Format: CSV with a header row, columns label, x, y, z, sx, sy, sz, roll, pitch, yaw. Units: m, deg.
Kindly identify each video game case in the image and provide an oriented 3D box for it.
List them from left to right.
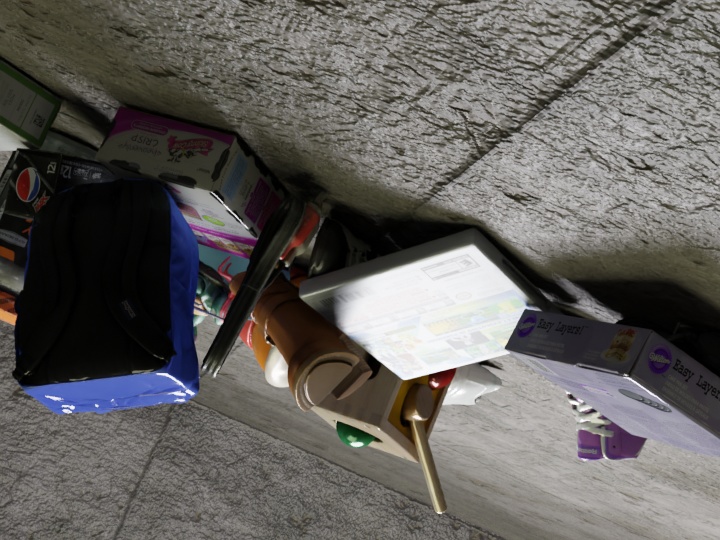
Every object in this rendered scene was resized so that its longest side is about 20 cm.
label,x,y,z,sx,sy,sz,roll,pitch,yaw
video game case,0.073,0.037,1.339,0.200,0.022,0.182,-17,140,32

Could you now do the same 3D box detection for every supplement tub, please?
label,x,y,z,sx,sy,sz,roll,pitch,yaw
supplement tub,-0.355,-0.043,1.531,0.122,0.201,0.123,21,167,5

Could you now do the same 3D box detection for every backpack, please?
label,x,y,z,sx,sy,sz,roll,pitch,yaw
backpack,-0.231,0.026,1.304,0.162,0.201,0.168,-6,159,5

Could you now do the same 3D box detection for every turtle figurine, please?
label,x,y,z,sx,sy,sz,roll,pitch,yaw
turtle figurine,-0.195,0.030,1.477,0.200,0.101,0.150,23,143,26

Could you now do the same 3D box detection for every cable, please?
label,x,y,z,sx,sy,sz,roll,pitch,yaw
cable,-0.084,0.009,1.299,0.050,0.201,0.097,26,158,-10
cable,0.327,0.105,1.304,0.200,0.051,0.163,26,166,-15

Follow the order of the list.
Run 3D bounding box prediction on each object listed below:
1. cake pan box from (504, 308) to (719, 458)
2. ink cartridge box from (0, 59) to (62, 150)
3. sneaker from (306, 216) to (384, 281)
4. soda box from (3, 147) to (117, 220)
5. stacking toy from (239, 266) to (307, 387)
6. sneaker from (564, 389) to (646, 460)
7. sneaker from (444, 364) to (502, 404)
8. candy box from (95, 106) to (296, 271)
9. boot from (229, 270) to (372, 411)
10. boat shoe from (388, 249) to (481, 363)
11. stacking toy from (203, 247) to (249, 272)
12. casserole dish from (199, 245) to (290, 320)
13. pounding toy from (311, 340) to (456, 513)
label,x,y,z,sx,sy,sz,roll,pitch,yaw
cake pan box,0.250,0.105,1.256,0.184,0.052,0.200,35,168,-24
ink cartridge box,-0.400,-0.188,1.348,0.104,0.059,0.200,4,158,48
sneaker,0.000,0.000,1.410,0.088,0.074,0.200,15,173,12
soda box,-0.266,-0.074,1.425,0.063,0.071,0.200,12,-179,31
stacking toy,-0.117,0.027,1.654,0.200,0.146,0.146,39,172,21
sneaker,0.235,0.130,1.418,0.200,0.115,0.073,34,164,-33
sneaker,0.111,0.150,1.802,0.088,0.076,0.200,15,168,-21
candy box,-0.149,-0.077,1.362,0.136,0.061,0.200,17,165,24
boot,-0.068,0.054,1.371,0.155,0.077,0.200,47,-168,12
boat shoe,0.089,0.049,1.430,0.065,0.073,0.200,18,166,41
stacking toy,-0.170,-0.023,1.587,0.199,0.086,0.085,7,160,33
casserole dish,-0.156,-0.013,1.521,0.199,0.122,0.039,6,-158,27
pounding toy,0.044,0.144,1.592,0.142,0.201,0.184,16,165,26
